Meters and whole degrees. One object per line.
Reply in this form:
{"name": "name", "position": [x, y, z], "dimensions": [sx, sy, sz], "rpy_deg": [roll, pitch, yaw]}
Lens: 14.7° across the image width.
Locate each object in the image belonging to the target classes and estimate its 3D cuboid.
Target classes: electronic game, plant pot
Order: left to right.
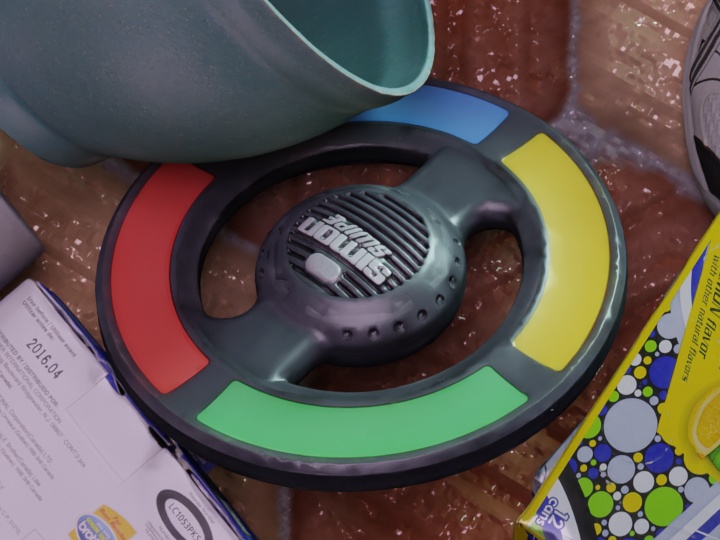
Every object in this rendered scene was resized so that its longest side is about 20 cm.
{"name": "plant pot", "position": [-0.083, -0.120, 1.039], "dimensions": [0.134, 0.200, 0.201], "rpy_deg": [-31, 74, 22]}
{"name": "electronic game", "position": [0.000, 0.000, 1.040], "dimensions": [0.198, 0.042, 0.201], "rpy_deg": [-3, 49, 3]}

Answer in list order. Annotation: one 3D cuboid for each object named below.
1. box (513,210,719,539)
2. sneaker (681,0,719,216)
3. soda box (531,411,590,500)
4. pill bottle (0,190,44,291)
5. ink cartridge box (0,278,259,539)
{"name": "box", "position": [0.133, 0.034, 0.977], "dimensions": [0.070, 0.064, 0.200], "rpy_deg": [31, 73, 10]}
{"name": "sneaker", "position": [0.166, -0.112, 1.061], "dimensions": [0.075, 0.088, 0.201], "rpy_deg": [9, 80, 7]}
{"name": "soda box", "position": [0.155, 0.124, 1.015], "dimensions": [0.200, 0.068, 0.064], "rpy_deg": [39, 77, 14]}
{"name": "pill bottle", "position": [-0.226, 0.019, 1.060], "dimensions": [0.200, 0.114, 0.114], "rpy_deg": [-39, 76, -4]}
{"name": "ink cartridge box", "position": [-0.127, 0.101, 1.050], "dimensions": [0.200, 0.076, 0.137], "rpy_deg": [-40, 77, -2]}
